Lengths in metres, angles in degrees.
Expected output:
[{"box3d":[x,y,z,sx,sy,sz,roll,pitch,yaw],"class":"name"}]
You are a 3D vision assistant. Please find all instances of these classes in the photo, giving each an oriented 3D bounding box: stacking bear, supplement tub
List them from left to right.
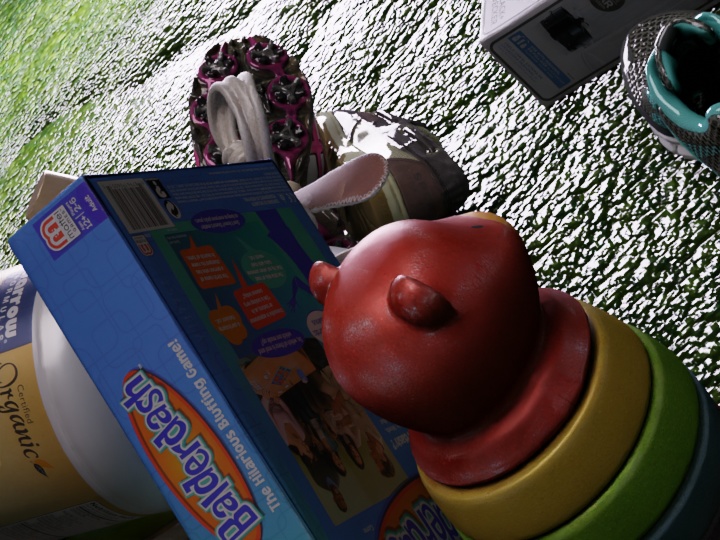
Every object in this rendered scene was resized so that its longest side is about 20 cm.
[{"box3d":[-0.157,0.066,0.891,0.199,0.145,0.145,-19,40,24],"class":"supplement tub"},{"box3d":[0.068,0.053,0.629,0.114,0.200,0.121,-55,29,-9],"class":"stacking bear"}]

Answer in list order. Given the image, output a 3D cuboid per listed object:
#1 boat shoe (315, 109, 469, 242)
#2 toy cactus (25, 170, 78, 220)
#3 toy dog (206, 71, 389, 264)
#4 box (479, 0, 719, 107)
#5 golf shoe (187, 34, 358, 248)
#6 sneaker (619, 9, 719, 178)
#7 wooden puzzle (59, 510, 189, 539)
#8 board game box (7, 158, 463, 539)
[{"box3d":[0.018,-0.055,0.975,0.066,0.072,0.201,-17,16,-5],"class":"boat shoe"},{"box3d":[-0.120,-0.009,1.022,0.102,0.165,0.200,-60,18,26],"class":"toy cactus"},{"box3d":[0.000,0.000,0.811,0.200,0.096,0.132,62,153,30],"class":"toy dog"},{"box3d":[0.161,-0.187,0.928,0.200,0.060,0.117,-32,33,31],"class":"box"},{"box3d":[-0.050,-0.038,0.957,0.072,0.092,0.201,-13,63,-6],"class":"golf shoe"},{"box3d":[0.162,-0.088,0.777,0.078,0.091,0.200,-45,29,7],"class":"sneaker"},{"box3d":[-0.165,0.135,0.973,0.185,0.037,0.200,-33,24,0],"class":"wooden puzzle"},{"box3d":[-0.028,0.053,0.651,0.045,0.200,0.152,-37,-10,22],"class":"board game box"}]
